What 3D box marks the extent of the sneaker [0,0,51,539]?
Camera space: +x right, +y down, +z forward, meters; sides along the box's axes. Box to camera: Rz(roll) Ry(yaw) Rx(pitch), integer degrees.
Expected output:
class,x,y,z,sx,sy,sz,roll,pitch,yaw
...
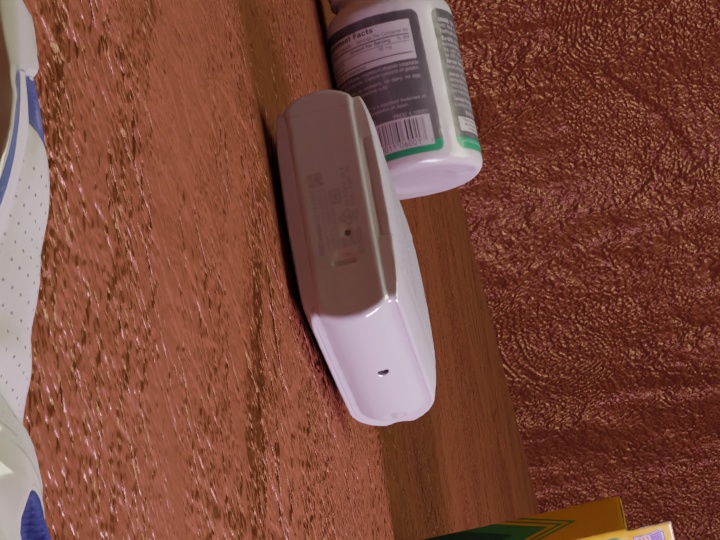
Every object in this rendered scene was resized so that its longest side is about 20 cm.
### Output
class,x,y,z,sx,sy,sz,roll,pitch,yaw
sneaker,-0.098,0.051,0.518,0.115,0.080,0.201,75,12,-64

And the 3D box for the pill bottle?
class,x,y,z,sx,sy,sz,roll,pitch,yaw
pill bottle,0.033,-0.170,2.151,0.113,0.112,0.202,54,25,-77

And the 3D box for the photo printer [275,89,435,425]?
class,x,y,z,sx,sy,sz,roll,pitch,yaw
photo printer,0.000,0.000,1.641,0.200,0.069,0.167,68,10,-63

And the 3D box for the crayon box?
class,x,y,z,sx,sy,sz,roll,pitch,yaw
crayon box,0.141,0.245,1.854,0.052,0.198,0.127,-91,168,-64
